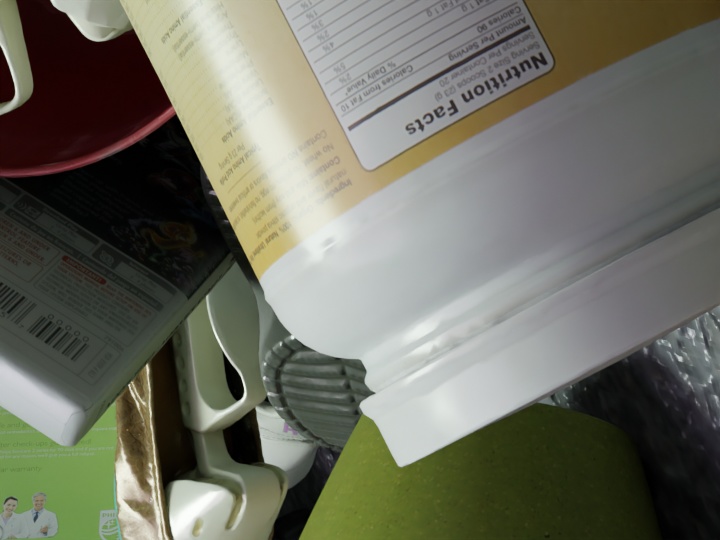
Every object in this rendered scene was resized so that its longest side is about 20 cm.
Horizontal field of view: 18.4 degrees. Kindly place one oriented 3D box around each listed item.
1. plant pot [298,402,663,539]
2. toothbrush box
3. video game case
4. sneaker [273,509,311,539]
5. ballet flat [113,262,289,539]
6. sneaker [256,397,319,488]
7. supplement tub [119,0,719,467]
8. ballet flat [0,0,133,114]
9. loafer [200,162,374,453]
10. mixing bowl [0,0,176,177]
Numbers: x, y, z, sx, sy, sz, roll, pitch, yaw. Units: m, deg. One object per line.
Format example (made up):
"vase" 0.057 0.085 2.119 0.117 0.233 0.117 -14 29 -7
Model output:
"plant pot" 0.034 0.149 0.700 0.187 0.185 0.202 133 146 -67
"toothbrush box" -0.135 0.101 1.073 0.146 0.085 0.201 88 178 -45
"video game case" -0.141 -0.040 0.770 0.199 0.182 0.023 32 122 4
"sneaker" -0.022 0.158 0.982 0.080 0.075 0.200 64 161 -9
"ballet flat" -0.060 0.058 0.880 0.072 0.067 0.202 0 95 51
"sneaker" -0.079 0.001 0.968 0.200 0.075 0.100 47 150 6
"supplement tub" 0.018 -0.067 0.563 0.201 0.144 0.144 63 159 4
"ballet flat" -0.106 -0.090 0.676 0.069 0.199 0.068 56 -159 -6
"loafer" 0.000 0.000 0.805 0.075 0.070 0.201 11 145 20
"mixing bowl" -0.101 -0.136 0.757 0.201 0.199 0.108 63 -161 2
